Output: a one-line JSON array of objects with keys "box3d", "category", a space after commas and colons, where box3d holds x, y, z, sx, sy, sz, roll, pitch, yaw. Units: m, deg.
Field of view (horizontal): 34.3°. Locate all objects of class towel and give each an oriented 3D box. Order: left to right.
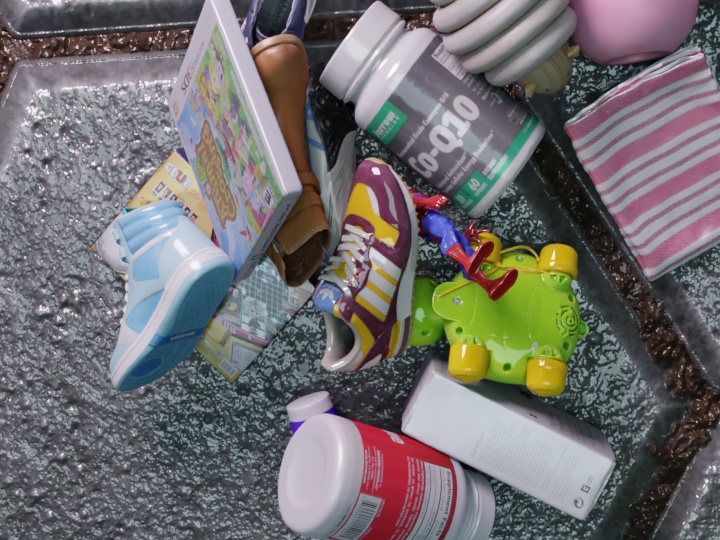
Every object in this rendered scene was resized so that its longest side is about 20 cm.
[{"box3d": [0.296, -0.096, 1.101, 0.145, 0.030, 0.201, -30, 115, 10], "category": "towel"}]

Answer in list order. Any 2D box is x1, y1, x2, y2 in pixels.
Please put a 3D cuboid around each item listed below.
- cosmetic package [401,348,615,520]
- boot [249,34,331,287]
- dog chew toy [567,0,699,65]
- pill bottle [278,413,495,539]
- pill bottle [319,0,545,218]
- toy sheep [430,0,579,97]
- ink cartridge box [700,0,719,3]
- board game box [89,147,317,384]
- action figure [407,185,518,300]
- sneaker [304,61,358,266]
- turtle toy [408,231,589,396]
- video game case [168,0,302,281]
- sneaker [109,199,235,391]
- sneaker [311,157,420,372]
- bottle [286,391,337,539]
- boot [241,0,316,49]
[{"box3d": [0.143, 0.158, 1.148, 0.198, 0.102, 0.075, 27, 100, -2], "category": "cosmetic package"}, {"box3d": [-0.063, -0.097, 1.059, 0.073, 0.201, 0.156, -11, 55, -18], "category": "boot"}, {"box3d": [0.239, -0.294, 1.060, 0.122, 0.125, 0.204, -7, 91, 5], "category": "dog chew toy"}, {"box3d": [0.029, 0.213, 1.111, 0.198, 0.112, 0.113, 21, 102, -31], "category": "pill bottle"}, {"box3d": [0.066, -0.153, 1.096, 0.199, 0.113, 0.114, 38, 100, -2], "category": "pill bottle"}, {"box3d": [0.121, -0.240, 1.030, 0.138, 0.138, 0.200, -41, 103, 9], "category": "toy sheep"}, {"box3d": [0.383, -0.335, 1.026, 0.143, 0.145, 0.204, 4, 101, 3], "category": "ink cartridge box"}, {"box3d": [-0.155, -0.005, 1.177, 0.200, 0.035, 0.136, 44, 100, -3], "category": "board game box"}, {"box3d": [0.078, -0.039, 1.082, 0.065, 0.200, 0.052, 38, 91, -34], "category": "action figure"}, {"box3d": [-0.035, -0.100, 1.139, 0.072, 0.071, 0.204, -9, 91, 38], "category": "sneaker"}, {"box3d": [0.122, 0.045, 1.129, 0.196, 0.101, 0.148, 9, 74, 3], "category": "turtle toy"}, {"box3d": [-0.120, -0.116, 1.062, 0.022, 0.182, 0.202, -14, 72, -26], "category": "video game case"}, {"box3d": [-0.207, 0.015, 1.136, 0.131, 0.079, 0.201, 52, 122, 21], "category": "sneaker"}, {"box3d": [0.000, 0.000, 1.072, 0.089, 0.075, 0.203, -17, 115, -34], "category": "sneaker"}, {"box3d": [-0.023, 0.225, 1.188, 0.082, 0.065, 0.203, -17, 97, 0], "category": "bottle"}, {"box3d": [-0.100, -0.198, 1.111, 0.072, 0.090, 0.203, 20, 102, 0], "category": "boot"}]
